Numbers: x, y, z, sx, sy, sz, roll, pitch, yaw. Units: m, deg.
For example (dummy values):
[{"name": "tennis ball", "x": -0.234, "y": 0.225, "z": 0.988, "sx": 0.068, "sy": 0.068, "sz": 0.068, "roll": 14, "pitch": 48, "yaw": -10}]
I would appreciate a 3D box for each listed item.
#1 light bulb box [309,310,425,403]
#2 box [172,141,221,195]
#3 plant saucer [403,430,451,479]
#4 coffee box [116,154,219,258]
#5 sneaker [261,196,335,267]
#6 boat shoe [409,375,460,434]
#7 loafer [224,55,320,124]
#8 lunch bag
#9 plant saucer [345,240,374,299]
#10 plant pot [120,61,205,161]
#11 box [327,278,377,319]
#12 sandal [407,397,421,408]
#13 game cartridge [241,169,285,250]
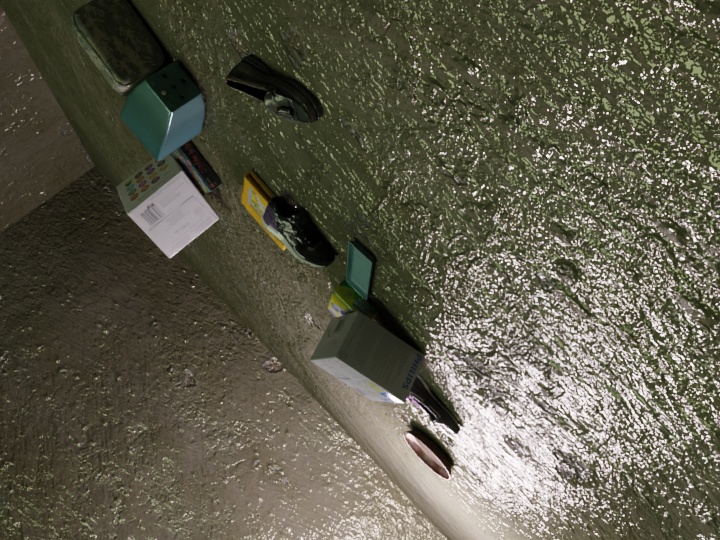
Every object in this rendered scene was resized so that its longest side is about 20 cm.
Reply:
[{"name": "light bulb box", "x": 0.013, "y": 0.210, "z": 1.456, "sx": 0.199, "sy": 0.126, "sz": 0.198, "roll": 34, "pitch": 160, "yaw": -14}, {"name": "box", "x": -0.489, "y": -0.315, "z": 1.768, "sx": 0.201, "sy": 0.038, "sz": 0.136, "roll": 54, "pitch": 160, "yaw": -16}, {"name": "plant saucer", "x": 0.217, "y": 0.575, "z": 1.930, "sx": 0.200, "sy": 0.034, "sz": 0.201, "roll": 42, "pitch": 160, "yaw": 18}, {"name": "coffee box", "x": -0.584, "y": -0.207, "z": 1.854, "sx": 0.198, "sy": 0.199, "sz": 0.201, "roll": 47, "pitch": 173, "yaw": 48}, {"name": "sneaker", "x": -0.138, "y": -0.088, "z": 1.390, "sx": 0.199, "sy": 0.076, "sz": 0.088, "roll": 37, "pitch": 139, "yaw": 3}, {"name": "boat shoe", "x": 0.176, "y": 0.352, "z": 1.561, "sx": 0.201, "sy": 0.057, "sz": 0.067, "roll": 51, "pitch": 160, "yaw": -7}, {"name": "loafer", "x": -0.152, "y": -0.295, "z": 1.040, "sx": 0.199, "sy": 0.063, "sz": 0.072, "roll": 38, "pitch": 159, "yaw": 27}, {"name": "lunch bag", "x": -0.557, "y": -0.507, "z": 1.398, "sx": 0.201, "sy": 0.139, "sz": 0.167, "roll": 54, "pitch": 159, "yaw": -14}, {"name": "plant saucer", "x": 0.000, "y": 0.000, "z": 1.338, "sx": 0.070, "sy": 0.019, "sz": 0.201, "roll": 43, "pitch": 159, "yaw": 16}, {"name": "plant pot", "x": -0.449, "y": -0.380, "z": 1.418, "sx": 0.142, "sy": 0.141, "sz": 0.200, "roll": 51, "pitch": 153, "yaw": -8}, {"name": "box", "x": -0.021, "y": 0.096, "z": 1.523, "sx": 0.117, "sy": 0.048, "sz": 0.200, "roll": 45, "pitch": 159, "yaw": 8}, {"name": "sandal", "x": 0.104, "y": 0.303, "z": 1.634, "sx": 0.203, "sy": 0.050, "sz": 0.082, "roll": 53, "pitch": 160, "yaw": -12}, {"name": "game cartridge", "x": -0.236, "y": -0.146, "z": 1.550, "sx": 0.177, "sy": 0.032, "sz": 0.200, "roll": 48, "pitch": 160, "yaw": 2}]
